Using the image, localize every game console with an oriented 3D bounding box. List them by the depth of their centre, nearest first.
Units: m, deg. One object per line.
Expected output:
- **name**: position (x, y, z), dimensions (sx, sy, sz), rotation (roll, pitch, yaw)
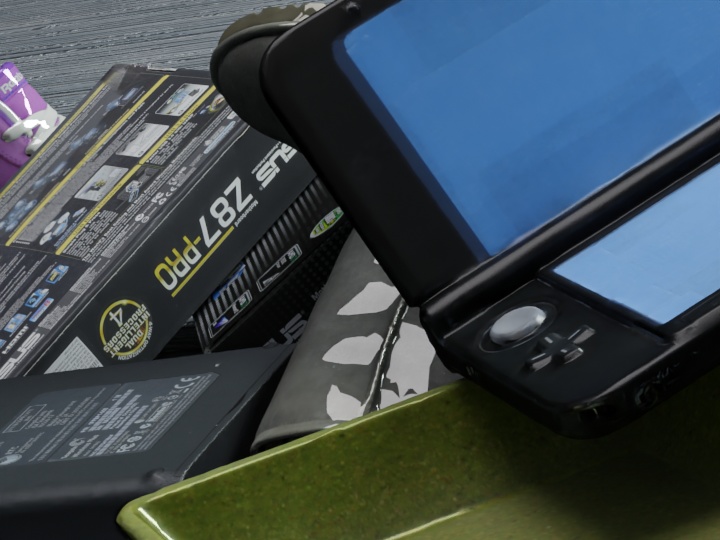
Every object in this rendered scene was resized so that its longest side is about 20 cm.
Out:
- **game console**: position (0.095, -0.059, 0.937), dimensions (0.200, 0.117, 0.176), rotation (-33, 20, -11)

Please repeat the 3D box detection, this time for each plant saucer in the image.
- **plant saucer**: position (0.050, 0.083, 0.865), dimensions (0.199, 0.048, 0.200), rotation (-19, 16, -17)

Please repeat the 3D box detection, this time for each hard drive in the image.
- **hard drive**: position (-0.130, 0.075, 1.108), dimensions (0.199, 0.033, 0.140), rotation (-7, 18, 21)

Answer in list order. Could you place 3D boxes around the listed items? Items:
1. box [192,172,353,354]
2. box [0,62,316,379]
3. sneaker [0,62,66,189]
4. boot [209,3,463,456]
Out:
- **box**: position (0.007, -0.038, 1.287), dimensions (0.193, 0.048, 0.200), rotation (-45, 14, 5)
- **box**: position (-0.123, -0.007, 1.305), dimensions (0.200, 0.049, 0.161), rotation (-50, 30, -20)
- **sneaker**: position (-0.145, -0.055, 1.510), dimensions (0.200, 0.115, 0.073), rotation (-9, 15, 13)
- **boot**: position (-0.001, -0.001, 1.106), dimensions (0.181, 0.073, 0.200), rotation (12, 57, 17)
